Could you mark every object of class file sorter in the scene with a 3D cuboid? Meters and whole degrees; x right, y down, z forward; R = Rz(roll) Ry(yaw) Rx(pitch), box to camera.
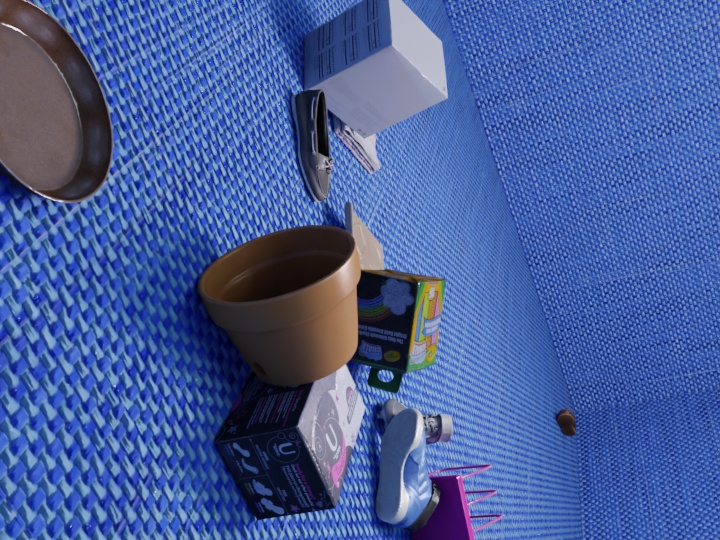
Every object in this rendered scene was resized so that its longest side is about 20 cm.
[{"bbox_3d":[0.181,0.462,1.495,0.125,0.139,0.201,-5,80,-45],"label":"file sorter"}]

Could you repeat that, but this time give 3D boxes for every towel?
[{"bbox_3d":[-0.011,-0.327,1.730,0.200,0.032,0.192,41,39,-60],"label":"towel"}]

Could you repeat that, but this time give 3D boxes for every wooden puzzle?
[{"bbox_3d":[0.000,0.000,1.522,0.200,0.046,0.186,54,29,-56],"label":"wooden puzzle"}]

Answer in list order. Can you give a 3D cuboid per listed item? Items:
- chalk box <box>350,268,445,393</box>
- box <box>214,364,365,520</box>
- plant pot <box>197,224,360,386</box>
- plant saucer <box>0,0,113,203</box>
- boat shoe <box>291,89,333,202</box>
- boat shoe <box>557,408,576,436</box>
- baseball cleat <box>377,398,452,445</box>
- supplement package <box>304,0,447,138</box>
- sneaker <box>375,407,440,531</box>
[{"bbox_3d":[0.057,0.105,1.416,0.124,0.124,0.201,-4,103,-61],"label":"chalk box"},{"bbox_3d":[-0.079,0.196,1.055,0.200,0.114,0.132,-67,138,-59],"label":"box"},{"bbox_3d":[-0.085,0.049,1.030,0.200,0.199,0.140,-67,145,-60],"label":"plant pot"},{"bbox_3d":[-0.311,-0.157,0.781,0.200,0.034,0.201,-15,90,-71],"label":"plant saucer"},{"bbox_3d":[-0.075,-0.221,1.439,0.067,0.057,0.201,10,67,-69],"label":"boat shoe"},{"bbox_3d":[0.847,0.611,3.399,0.200,0.070,0.071,65,28,-52],"label":"boat shoe"},{"bbox_3d":[0.110,0.277,1.532,0.200,0.106,0.070,42,37,-58],"label":"baseball cleat"},{"bbox_3d":[0.029,-0.389,1.571,0.191,0.200,0.148,31,47,-46],"label":"supplement package"},{"bbox_3d":[0.091,0.348,1.431,0.111,0.077,0.201,39,50,-41],"label":"sneaker"}]
